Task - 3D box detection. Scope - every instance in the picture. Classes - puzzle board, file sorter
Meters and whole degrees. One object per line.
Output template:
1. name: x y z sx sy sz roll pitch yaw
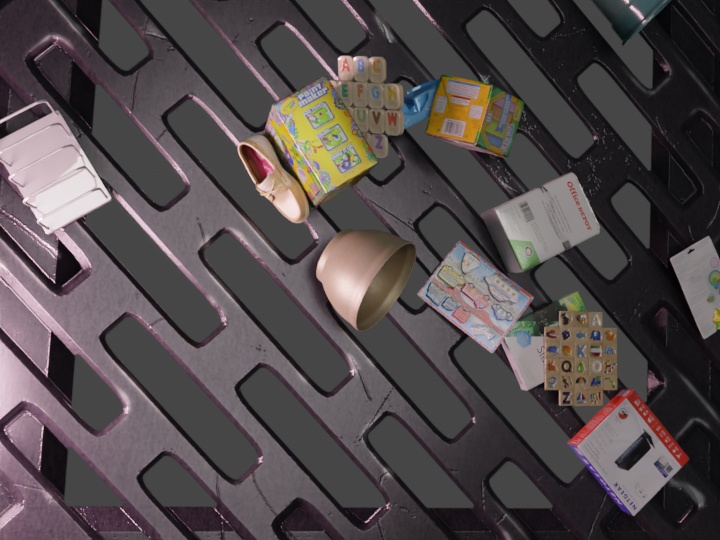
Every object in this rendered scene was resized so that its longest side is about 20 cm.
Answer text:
1. puzzle board: 0.241 0.053 1.640 0.200 0.017 0.151 38 80 4
2. file sorter: -0.582 -0.192 1.456 0.139 0.125 0.200 -31 93 -11

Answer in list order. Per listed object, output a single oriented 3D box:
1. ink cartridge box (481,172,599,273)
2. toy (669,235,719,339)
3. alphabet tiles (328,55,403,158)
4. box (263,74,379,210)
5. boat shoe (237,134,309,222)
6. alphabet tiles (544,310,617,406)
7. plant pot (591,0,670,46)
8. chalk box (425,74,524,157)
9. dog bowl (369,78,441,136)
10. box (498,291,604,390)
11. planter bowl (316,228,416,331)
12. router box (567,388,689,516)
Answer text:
1. ink cartridge box: 0.383 -0.100 1.662 0.200 0.084 0.146 -25 91 -12
2. toy: 0.760 0.038 1.747 0.115 0.047 0.200 -28 95 -15
3. alphabet tiles: 0.003 -0.323 1.552 0.015 0.200 0.196 -22 118 -45
4. box: -0.082 -0.241 1.520 0.122 0.200 0.193 -33 93 -12
5. boat shoe: -0.179 -0.176 1.552 0.074 0.069 0.200 -37 86 31
6. alphabet tiles: 0.468 0.187 1.664 0.166 0.006 0.200 1 87 -11
7. plant pot: 0.576 -0.629 1.693 0.200 0.200 0.196 -43 87 -11
8. chalk box: 0.245 -0.308 1.599 0.124 0.200 0.124 20 100 33
9. dog bowl: 0.095 -0.331 1.612 0.200 0.111 0.050 -29 111 -12
10. box: 0.405 0.149 1.674 0.200 0.036 0.145 -25 91 -13
11. planter bowl: 0.000 0.000 1.539 0.135 0.200 0.200 33 79 20
12. router box: 0.577 0.389 1.684 0.179 0.049 0.200 -41 94 -11
